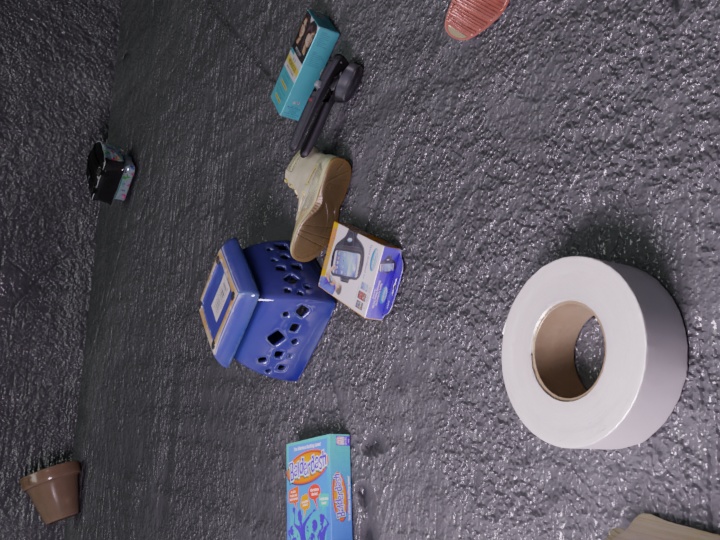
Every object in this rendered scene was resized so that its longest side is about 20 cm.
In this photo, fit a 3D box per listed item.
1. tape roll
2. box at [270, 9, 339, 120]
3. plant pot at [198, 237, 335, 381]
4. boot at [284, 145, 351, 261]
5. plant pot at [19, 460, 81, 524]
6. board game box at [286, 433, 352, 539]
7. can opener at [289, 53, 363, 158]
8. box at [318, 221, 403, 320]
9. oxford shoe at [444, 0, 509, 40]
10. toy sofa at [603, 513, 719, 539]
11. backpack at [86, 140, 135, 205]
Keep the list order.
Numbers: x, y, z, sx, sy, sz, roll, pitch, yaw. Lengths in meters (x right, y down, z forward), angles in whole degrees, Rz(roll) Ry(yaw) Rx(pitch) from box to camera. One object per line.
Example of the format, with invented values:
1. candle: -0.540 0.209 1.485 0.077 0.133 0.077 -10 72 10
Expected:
1. tape roll: 0.244 0.088 0.826 0.202 0.070 0.206 -20 66 55
2. box: -0.114 -0.411 1.546 0.201 0.049 0.083 -60 37 30
3. plant pot: -0.184 0.064 1.417 0.201 0.178 0.201 -62 35 27
4. boot: -0.099 -0.130 1.430 0.154 0.071 0.202 37 108 54
5. plant pot: -1.047 0.769 2.640 0.200 0.198 0.177 -35 71 49
6. board game box: -0.071 0.383 1.279 0.152 0.045 0.203 -29 58 52
7. can opener: -0.073 -0.302 1.401 0.201 0.063 0.079 -57 31 1
8. box: 0.000 0.000 1.269 0.200 0.041 0.121 30 108 59
9. oxford shoe: 0.185 -0.413 1.070 0.200 0.070 0.074 -51 17 40
10. toy sofa: 0.305 0.292 0.682 0.199 0.097 0.084 -7 101 57
11. backpack: -0.868 -0.343 2.644 0.200 0.149 0.179 50 121 42
